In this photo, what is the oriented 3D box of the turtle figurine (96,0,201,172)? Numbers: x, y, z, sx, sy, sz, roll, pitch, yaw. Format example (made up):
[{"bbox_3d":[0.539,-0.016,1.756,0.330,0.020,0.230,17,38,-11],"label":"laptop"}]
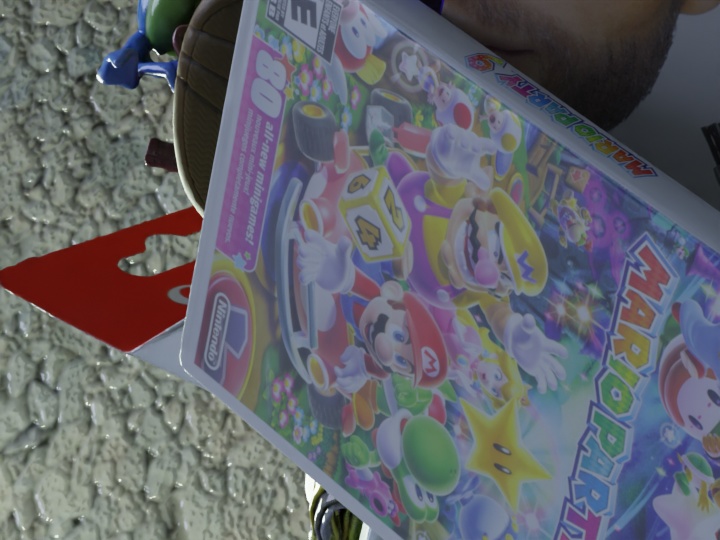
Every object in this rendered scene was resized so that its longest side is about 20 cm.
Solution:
[{"bbox_3d":[0.027,-0.096,0.957,0.200,0.194,0.144,-34,-38,-29],"label":"turtle figurine"}]

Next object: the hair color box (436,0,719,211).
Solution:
[{"bbox_3d":[0.074,-0.048,0.735,0.065,0.109,0.200,-57,-17,-55],"label":"hair color box"}]

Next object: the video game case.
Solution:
[{"bbox_3d":[0.032,0.019,0.719,0.018,0.200,0.144,-21,-44,-39],"label":"video game case"}]

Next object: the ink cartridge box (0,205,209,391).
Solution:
[{"bbox_3d":[0.000,0.000,0.976,0.162,0.200,0.050,-21,-51,-50],"label":"ink cartridge box"}]

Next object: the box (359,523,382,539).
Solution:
[{"bbox_3d":[0.044,0.138,1.058,0.184,0.105,0.201,33,-110,-88],"label":"box"}]

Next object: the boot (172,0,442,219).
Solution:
[{"bbox_3d":[0.021,-0.109,0.822,0.155,0.072,0.200,-48,-18,-53],"label":"boot"}]

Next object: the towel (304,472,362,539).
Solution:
[{"bbox_3d":[-0.017,0.029,1.162,0.144,0.023,0.201,95,171,-66],"label":"towel"}]
